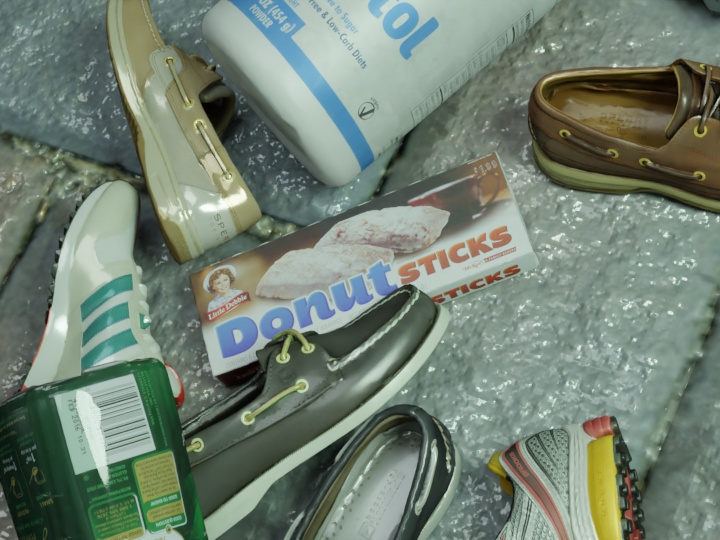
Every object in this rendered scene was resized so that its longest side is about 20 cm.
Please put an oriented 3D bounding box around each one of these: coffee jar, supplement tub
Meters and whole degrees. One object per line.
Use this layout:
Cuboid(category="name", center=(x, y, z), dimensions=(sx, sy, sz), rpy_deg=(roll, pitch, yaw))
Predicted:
Cuboid(category="coffee jar", center=(-0.117, 0.151, 0.744), dimensions=(0.085, 0.104, 0.202), rpy_deg=(-13, 83, -35))
Cuboid(category="supplement tub", center=(0.018, -0.159, 0.883), dimensions=(0.200, 0.132, 0.132), rpy_deg=(-41, 60, -4))

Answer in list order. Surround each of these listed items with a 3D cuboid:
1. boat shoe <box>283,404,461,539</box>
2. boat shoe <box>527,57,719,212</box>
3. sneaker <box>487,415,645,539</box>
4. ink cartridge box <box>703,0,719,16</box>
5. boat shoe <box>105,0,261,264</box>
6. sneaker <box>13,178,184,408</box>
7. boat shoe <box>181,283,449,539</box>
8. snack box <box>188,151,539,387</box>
Cuboid(category="boat shoe", center=(-0.012, 0.161, 0.779), dimensions=(0.074, 0.060, 0.201), rpy_deg=(29, 77, 25))
Cuboid(category="boat shoe", center=(0.188, -0.078, 0.825), dimensions=(0.198, 0.068, 0.073), rpy_deg=(5, 67, 20))
Cuboid(category="sneaker", center=(0.100, 0.172, 0.737), dimensions=(0.081, 0.078, 0.201), rpy_deg=(-10, 53, 18))
Cuboid(category="ink cartridge box", center=(0.239, -0.282, 0.847), dimensions=(0.196, 0.201, 0.043), rpy_deg=(-35, 20, 0))
Cuboid(category="boat shoe", center=(-0.110, -0.096, 0.935), dimensions=(0.069, 0.074, 0.201), rpy_deg=(-18, 62, -5))
Cuboid(category="sneaker", center=(-0.142, 0.045, 0.884), dimensions=(0.093, 0.070, 0.201), rpy_deg=(12, 66, 3))
Cuboid(category="boat shoe", center=(-0.041, 0.070, 0.818), dimensions=(0.201, 0.072, 0.061), rpy_deg=(-40, 102, -2))
Cuboid(category="snack box", center=(0.000, 0.000, 0.874), dimensions=(0.199, 0.024, 0.072), rpy_deg=(-22, 62, 7))
